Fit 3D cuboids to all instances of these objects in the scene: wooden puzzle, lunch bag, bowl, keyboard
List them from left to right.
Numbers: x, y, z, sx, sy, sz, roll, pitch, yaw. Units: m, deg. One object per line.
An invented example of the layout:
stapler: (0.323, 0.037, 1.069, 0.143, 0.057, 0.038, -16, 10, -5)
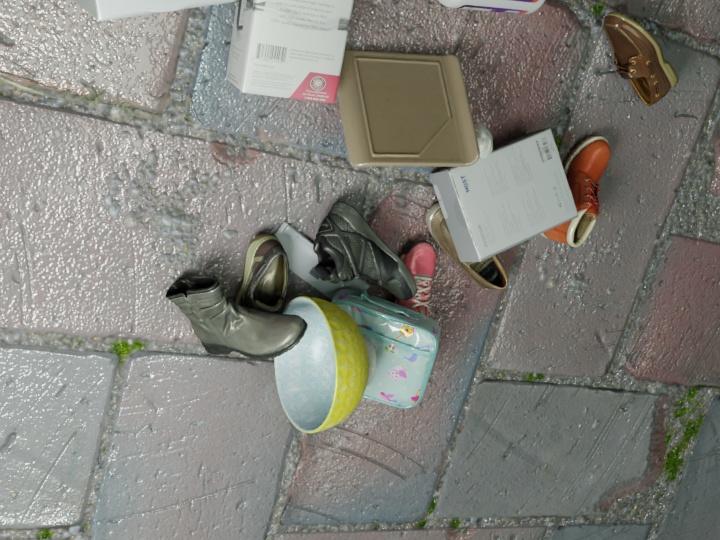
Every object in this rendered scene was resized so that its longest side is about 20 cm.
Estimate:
keyboard: (-0.067, -0.003, 1.438, 0.200, 0.011, 0.056, 37, 97, -34)
bowl: (-0.040, 0.139, 1.350, 0.107, 0.200, 0.202, 0, 112, -31)
lunch bag: (0.022, 0.122, 1.444, 0.198, 0.077, 0.162, 18, 114, 3)
wooden puzzle: (0.065, -0.234, 1.323, 0.198, 0.037, 0.187, -4, 71, -18)

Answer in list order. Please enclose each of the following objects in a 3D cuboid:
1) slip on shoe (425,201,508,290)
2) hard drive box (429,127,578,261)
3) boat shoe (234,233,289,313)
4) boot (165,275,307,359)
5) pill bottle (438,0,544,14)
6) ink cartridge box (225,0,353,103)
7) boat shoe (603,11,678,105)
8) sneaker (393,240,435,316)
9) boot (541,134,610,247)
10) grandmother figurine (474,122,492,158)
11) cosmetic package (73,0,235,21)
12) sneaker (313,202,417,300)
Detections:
slip on shoe: (0.184, -0.037, 1.518, 0.076, 0.061, 0.200, -41, 122, -5)
hard drive box: (0.235, -0.123, 1.466, 0.199, 0.077, 0.157, -23, 98, -19)
boat shoe: (-0.150, 0.046, 1.378, 0.073, 0.065, 0.202, -6, 118, -26)
boot: (-0.186, 0.063, 1.309, 0.131, 0.198, 0.068, 60, 39, -36)
pill bottle: (0.170, -0.436, 1.306, 0.198, 0.111, 0.112, -3, 113, -26)
ink cartridge box: (-0.094, -0.343, 1.227, 0.144, 0.085, 0.202, 2, 112, -28)
boat shoe: (0.466, -0.354, 1.519, 0.200, 0.072, 0.068, 37, 90, -37)
sneaker: (0.094, 0.052, 1.497, 0.073, 0.087, 0.202, 6, 108, -30)
boot: (0.390, -0.134, 1.557, 0.075, 0.107, 0.201, 23, 98, -31)
grandmother figurine: (0.110, -0.208, 1.380, 0.198, 0.122, 0.061, 7, 152, -14)
cosmetic package: (-0.258, -0.397, 1.048, 0.166, 0.200, 0.168, -15, 118, -21)
sneaker: (0.000, 0.000, 1.409, 0.199, 0.076, 0.115, 46, 68, -26)
